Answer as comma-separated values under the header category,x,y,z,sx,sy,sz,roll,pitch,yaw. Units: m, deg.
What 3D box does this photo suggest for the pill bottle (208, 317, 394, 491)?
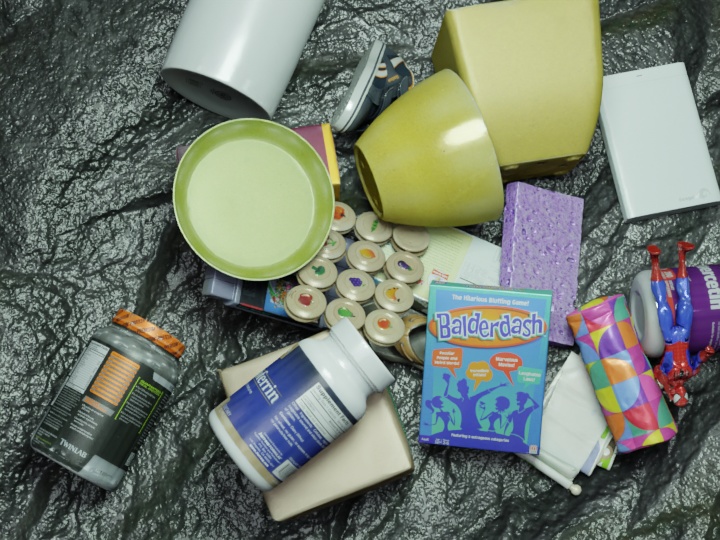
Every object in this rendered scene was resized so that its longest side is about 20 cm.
category,x,y,z,sx,sy,sz,roll,pitch,yaw
pill bottle,-0.065,0.151,1.469,0.200,0.116,0.116,-38,81,-3

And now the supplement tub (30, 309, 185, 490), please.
category,x,y,z,sx,sy,sz,roll,pitch,yaw
supplement tub,-0.306,0.157,1.572,0.122,0.123,0.200,29,77,5

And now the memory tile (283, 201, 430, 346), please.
category,x,y,z,sx,sy,sz,roll,pitch,yaw
memory tile,0.000,0.000,1.583,0.153,0.017,0.200,18,50,1

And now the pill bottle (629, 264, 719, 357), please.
category,x,y,z,sx,sy,sz,roll,pitch,yaw
pill bottle,0.450,0.048,1.623,0.199,0.112,0.113,-5,77,-3

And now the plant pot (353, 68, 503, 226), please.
category,x,y,z,sx,sy,sz,roll,pitch,yaw
plant pot,0.074,-0.135,1.604,0.142,0.200,0.201,-20,78,-9

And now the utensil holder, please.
category,x,y,z,sx,sy,sz,roll,pitch,yaw
utensil holder,-0.149,-0.313,1.665,0.169,0.170,0.201,20,79,3

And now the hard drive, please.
category,x,y,z,sx,sy,sz,roll,pitch,yaw
hard drive,0.396,-0.173,1.718,0.131,0.026,0.201,-11,77,-4

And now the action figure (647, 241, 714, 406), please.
category,x,y,z,sx,sy,sz,roll,pitch,yaw
action figure,0.382,0.075,1.520,0.065,0.099,0.201,-8,105,-2

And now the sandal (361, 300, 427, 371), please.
category,x,y,z,sx,sy,sz,roll,pitch,yaw
sandal,0.077,0.095,1.629,0.200,0.055,0.082,31,77,12

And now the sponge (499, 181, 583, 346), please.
category,x,y,z,sx,sy,sz,roll,pitch,yaw
sponge,0.232,-0.008,1.648,0.111,0.030,0.201,14,75,-29

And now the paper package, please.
category,x,y,z,sx,sy,sz,roll,pitch,yaw
paper package,-0.051,0.186,1.572,0.190,0.103,0.201,-22,78,2

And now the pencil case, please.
category,x,y,z,sx,sy,sz,roll,pitch,yaw
pencil case,0.326,0.131,1.594,0.088,0.088,0.201,-20,87,-6

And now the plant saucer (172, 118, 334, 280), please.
category,x,y,z,sx,sy,sz,roll,pitch,yaw
plant saucer,-0.131,-0.084,1.550,0.199,0.031,0.201,3,80,-17

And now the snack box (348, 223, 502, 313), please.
category,x,y,z,sx,sy,sz,roll,pitch,yaw
snack box,0.095,-0.004,1.653,0.199,0.037,0.116,24,64,4

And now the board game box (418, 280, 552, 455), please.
category,x,y,z,sx,sy,sz,roll,pitch,yaw
board game box,0.154,0.119,1.574,0.151,0.045,0.201,4,97,9

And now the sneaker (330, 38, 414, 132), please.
category,x,y,z,sx,sy,sz,roll,pitch,yaw
sneaker,0.023,-0.229,1.654,0.079,0.078,0.200,34,38,-9

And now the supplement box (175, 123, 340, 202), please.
category,x,y,z,sx,sy,sz,roll,pitch,yaw
supplement box,-0.130,-0.120,1.647,0.199,0.110,0.086,-9,77,-4

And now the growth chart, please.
category,x,y,z,sx,sy,sz,roll,pitch,yaw
growth chart,0.288,0.185,1.627,0.145,0.018,0.200,39,79,-2

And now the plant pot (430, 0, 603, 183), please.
category,x,y,z,sx,sy,sz,roll,pitch,yaw
plant pot,0.209,-0.223,1.646,0.195,0.194,0.201,-8,82,-3

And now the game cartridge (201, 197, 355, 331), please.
category,x,y,z,sx,sy,sz,roll,pitch,yaw
game cartridge,-0.099,-0.002,1.607,0.200,0.038,0.130,18,70,-34
